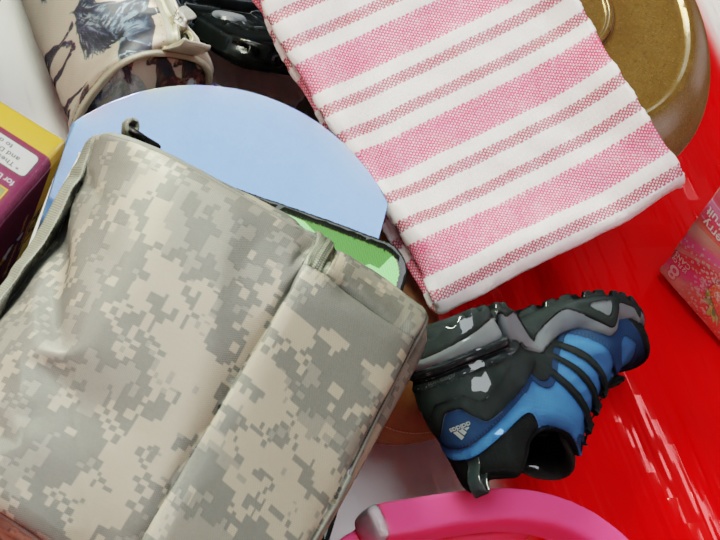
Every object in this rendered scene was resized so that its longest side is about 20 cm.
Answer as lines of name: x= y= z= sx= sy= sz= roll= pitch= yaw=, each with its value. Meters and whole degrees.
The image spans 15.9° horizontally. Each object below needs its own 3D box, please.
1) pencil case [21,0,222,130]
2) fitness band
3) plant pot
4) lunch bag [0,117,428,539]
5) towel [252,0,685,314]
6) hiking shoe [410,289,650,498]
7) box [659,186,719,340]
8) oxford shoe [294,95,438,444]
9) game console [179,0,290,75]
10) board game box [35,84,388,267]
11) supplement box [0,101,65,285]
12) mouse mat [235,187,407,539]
pencil case: x=-0.135 y=-0.157 z=1.334 sx=0.078 sy=0.089 sz=0.200 roll=26 pitch=35 yaw=-51
fitness band: x=0.063 y=0.170 z=1.184 sx=0.200 sy=0.037 sz=0.144 roll=-3 pitch=58 yaw=-35
plant pot: x=0.098 y=-0.134 z=1.343 sx=0.200 sy=0.027 sz=0.200 roll=11 pitch=57 yaw=-17
lunch bag: x=-0.089 y=0.055 z=1.110 sx=0.168 sy=0.139 sz=0.200 roll=34 pitch=73 yaw=-11
towel: x=0.051 y=-0.094 z=1.270 sx=0.146 sy=0.030 sz=0.200 roll=-29 pitch=82 yaw=-10
hiking shoe: x=0.085 y=0.061 z=1.263 sx=0.200 sy=0.074 sz=0.087 roll=-7 pitch=79 yaw=-55
box: x=0.269 y=0.028 z=1.365 sx=0.095 sy=0.103 sz=0.200 roll=-26 pitch=69 yaw=-37
oxford shoe: x=0.000 y=0.000 z=1.294 sx=0.071 sy=0.071 sz=0.200 roll=12 pitch=56 yaw=-36
game console: x=0.009 y=-0.166 z=1.383 sx=0.200 sy=0.117 sz=0.176 roll=6 pitch=12 yaw=-20
board game box: x=-0.080 y=0.011 z=1.237 sx=0.158 sy=0.039 sz=0.200 roll=16 pitch=72 yaw=-3
supplement box: x=-0.242 y=-0.004 z=1.152 sx=0.131 sy=0.103 sz=0.200 roll=33 pitch=47 yaw=3
mouse mat: x=-0.076 y=0.056 z=1.192 sx=0.161 sy=0.008 sz=0.200 roll=20 pitch=72 yaw=-9
